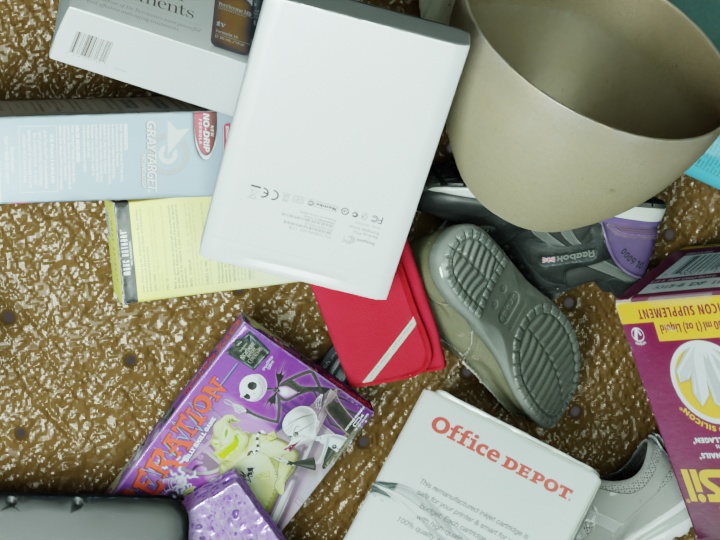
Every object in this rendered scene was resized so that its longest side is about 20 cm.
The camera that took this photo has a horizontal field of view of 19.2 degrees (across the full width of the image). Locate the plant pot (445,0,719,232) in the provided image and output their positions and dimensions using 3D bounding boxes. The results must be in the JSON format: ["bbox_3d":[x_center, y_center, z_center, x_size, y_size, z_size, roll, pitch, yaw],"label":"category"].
[{"bbox_3d":[0.135,-0.106,1.444,0.199,0.201,0.135,15,129,-16],"label":"plant pot"}]

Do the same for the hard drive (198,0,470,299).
[{"bbox_3d":[-0.020,-0.081,1.377,0.131,0.027,0.201,14,124,-6],"label":"hard drive"}]

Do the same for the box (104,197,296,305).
[{"bbox_3d":[-0.077,-0.027,1.500,0.198,0.050,0.076,-8,102,-12],"label":"box"}]

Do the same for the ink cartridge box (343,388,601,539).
[{"bbox_3d":[0.064,0.207,1.506,0.146,0.083,0.201,27,74,10],"label":"ink cartridge box"}]

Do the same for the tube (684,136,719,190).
[{"bbox_3d":[0.241,-0.103,1.569,0.199,0.050,0.078,27,80,-12],"label":"tube"}]

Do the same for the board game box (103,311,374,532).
[{"bbox_3d":[-0.096,0.142,1.521,0.120,0.032,0.200,35,100,-12],"label":"board game box"}]

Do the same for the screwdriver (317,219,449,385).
[{"bbox_3d":[0.018,0.023,1.553,0.028,0.029,0.201,38,81,-16],"label":"screwdriver"}]

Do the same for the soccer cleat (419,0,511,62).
[{"bbox_3d":[0.080,-0.221,1.490,0.069,0.078,0.202,-3,101,-13],"label":"soccer cleat"}]

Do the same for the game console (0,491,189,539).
[{"bbox_3d":[-0.222,0.250,1.489,0.198,0.117,0.177,2,142,-5],"label":"game console"}]

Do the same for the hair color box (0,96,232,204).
[{"bbox_3d":[-0.169,-0.083,1.442,0.198,0.099,0.061,-3,101,-13],"label":"hair color box"}]

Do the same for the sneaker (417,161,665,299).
[{"bbox_3d":[0.123,-0.022,1.538,0.198,0.076,0.088,8,104,-18],"label":"sneaker"}]

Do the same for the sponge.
[{"bbox_3d":[-0.143,0.235,1.515,0.199,0.030,0.112,-31,110,6],"label":"sponge"}]

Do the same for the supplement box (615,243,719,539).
[{"bbox_3d":[0.288,0.087,1.548,0.103,0.130,0.201,-34,109,-42],"label":"supplement box"}]

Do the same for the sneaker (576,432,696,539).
[{"bbox_3d":[0.157,0.190,1.593,0.199,0.075,0.083,-26,96,-19],"label":"sneaker"}]

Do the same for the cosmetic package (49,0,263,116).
[{"bbox_3d":[-0.099,-0.178,1.420,0.199,0.152,0.052,16,133,-16],"label":"cosmetic package"}]

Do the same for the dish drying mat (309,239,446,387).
[{"bbox_3d":[0.000,0.000,1.467,0.076,0.018,0.201,-10,129,13],"label":"dish drying mat"}]

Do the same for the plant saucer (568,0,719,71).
[{"bbox_3d":[0.227,-0.219,1.531,0.198,0.036,0.202,0,90,-12],"label":"plant saucer"}]

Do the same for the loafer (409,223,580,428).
[{"bbox_3d":[0.094,0.036,1.542,0.075,0.069,0.200,-52,128,-24],"label":"loafer"}]
